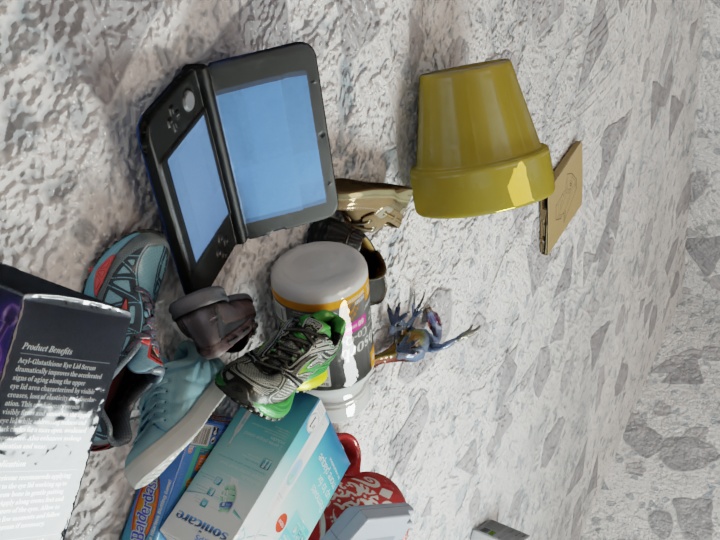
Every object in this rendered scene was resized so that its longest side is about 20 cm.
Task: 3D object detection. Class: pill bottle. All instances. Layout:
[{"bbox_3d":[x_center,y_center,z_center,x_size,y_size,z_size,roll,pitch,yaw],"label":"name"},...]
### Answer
[{"bbox_3d":[-0.041,0.077,1.061,0.116,0.115,0.202,-43,139,-43],"label":"pill bottle"}]

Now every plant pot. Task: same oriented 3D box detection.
[{"bbox_3d":[0.159,-0.188,1.231,0.200,0.199,0.191,-28,112,-53],"label":"plant pot"}]

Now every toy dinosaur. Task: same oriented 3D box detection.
[{"bbox_3d":[0.076,0.100,1.365,0.199,0.106,0.182,-34,161,3],"label":"toy dinosaur"}]

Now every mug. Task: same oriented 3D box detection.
[{"bbox_3d":[-0.048,0.324,1.199,0.133,0.178,0.199,-41,152,18],"label":"mug"}]

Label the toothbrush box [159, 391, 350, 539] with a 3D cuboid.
[{"bbox_3d":[-0.107,0.244,0.966,0.201,0.085,0.147,-56,147,-30],"label":"toothbrush box"}]

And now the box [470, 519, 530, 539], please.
[{"bbox_3d":[0.290,0.673,1.956,0.112,0.100,0.203,4,100,-60],"label":"box"}]

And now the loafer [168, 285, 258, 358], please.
[{"bbox_3d":[-0.138,0.060,0.868,0.200,0.071,0.064,64,3,-83],"label":"loafer"}]

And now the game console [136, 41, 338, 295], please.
[{"bbox_3d":[-0.108,-0.093,0.848,0.171,0.117,0.202,-68,156,-49],"label":"game console"}]

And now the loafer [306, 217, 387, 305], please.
[{"bbox_3d":[0.000,0.000,1.142,0.200,0.072,0.074,44,64,-59],"label":"loafer"}]

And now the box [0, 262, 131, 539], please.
[{"bbox_3d":[-0.273,0.098,0.629,0.104,0.147,0.202,19,86,-61],"label":"box"}]

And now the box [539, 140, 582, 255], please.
[{"bbox_3d":[0.428,-0.155,1.882,0.200,0.021,0.165,-49,142,-38],"label":"box"}]

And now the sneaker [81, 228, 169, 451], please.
[{"bbox_3d":[-0.202,0.064,0.789,0.079,0.095,0.202,31,77,-61],"label":"sneaker"}]

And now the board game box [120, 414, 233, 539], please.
[{"bbox_3d":[-0.185,0.259,0.967,0.152,0.045,0.202,30,76,-61],"label":"board game box"}]

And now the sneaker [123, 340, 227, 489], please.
[{"bbox_3d":[-0.188,0.130,0.841,0.074,0.082,0.200,-48,-176,20],"label":"sneaker"}]

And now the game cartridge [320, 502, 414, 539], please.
[{"bbox_3d":[-0.022,0.374,1.103,0.133,0.040,0.201,14,110,-56],"label":"game cartridge"}]

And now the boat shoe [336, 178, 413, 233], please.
[{"bbox_3d":[0.012,-0.079,1.126,0.199,0.071,0.065,-6,108,-61],"label":"boat shoe"}]

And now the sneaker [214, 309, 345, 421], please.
[{"bbox_3d":[-0.078,0.085,0.896,0.086,0.078,0.200,-62,168,21],"label":"sneaker"}]
